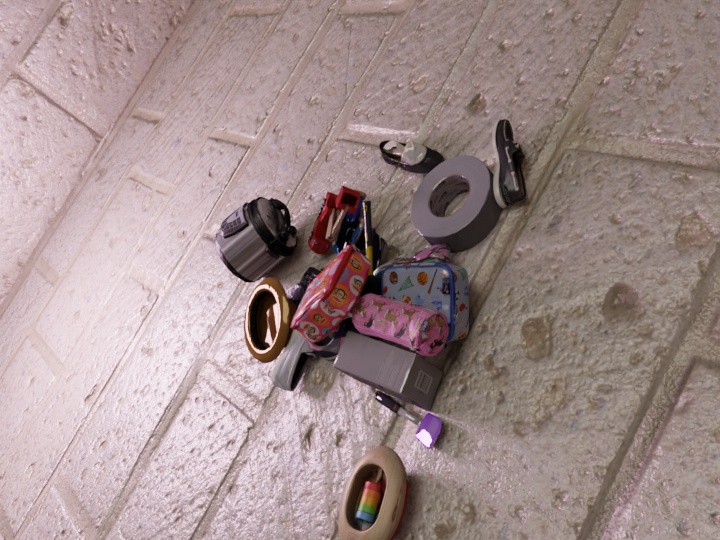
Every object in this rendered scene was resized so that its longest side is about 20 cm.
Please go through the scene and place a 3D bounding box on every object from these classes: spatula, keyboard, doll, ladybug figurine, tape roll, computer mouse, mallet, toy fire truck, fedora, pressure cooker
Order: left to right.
[{"bbox_3d":[-0.259,-0.091,1.766,0.198,0.178,0.178,-35,83,18],"label":"pressure cooker"},{"bbox_3d":[-0.203,0.121,1.620,0.198,0.081,0.207,-14,71,46],"label":"fedora"},{"bbox_3d":[-0.114,0.051,1.620,0.197,0.034,0.060,-23,67,40],"label":"computer mouse"},{"bbox_3d":[-0.086,0.032,1.620,0.198,0.039,0.106,24,81,48],"label":"keyboard"},{"bbox_3d":[-0.067,-0.118,1.625,0.142,0.048,0.204,-112,43,-62],"label":"toy fire truck"},{"bbox_3d":[-0.023,-0.096,1.636,0.135,0.048,0.205,-30,46,47],"label":"doll"},{"bbox_3d":[0.011,-0.043,1.453,0.065,0.041,0.206,-10,86,41],"label":"mallet"},{"bbox_3d":[0.028,0.424,1.222,0.134,0.072,0.204,3,65,45],"label":"ladybug figurine"},{"bbox_3d":[0.087,0.277,1.306,0.198,0.020,0.057,25,83,49],"label":"spatula"},{"bbox_3d":[0.204,-0.143,1.448,0.197,0.066,0.205,-25,48,30],"label":"tape roll"}]

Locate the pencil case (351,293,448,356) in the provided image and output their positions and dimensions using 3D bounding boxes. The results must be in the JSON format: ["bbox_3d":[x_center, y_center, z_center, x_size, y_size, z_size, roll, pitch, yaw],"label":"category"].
[{"bbox_3d":[0.072,0.100,1.290,0.197,0.085,0.085,14,98,46],"label":"pencil case"}]

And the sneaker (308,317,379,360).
[{"bbox_3d":[-0.027,0.133,1.463,0.197,0.082,0.071,-31,45,24],"label":"sneaker"}]

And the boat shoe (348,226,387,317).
[{"bbox_3d":[0.000,0.000,1.511,0.073,0.093,0.205,4,65,26],"label":"boat shoe"}]

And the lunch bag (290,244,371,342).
[{"bbox_3d":[-0.056,0.042,1.412,0.200,0.081,0.178,-43,15,47],"label":"lunch bag"}]

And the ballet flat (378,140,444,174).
[{"bbox_3d":[0.112,-0.276,1.621,0.198,0.068,0.069,18,75,47],"label":"ballet flat"}]

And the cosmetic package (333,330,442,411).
[{"bbox_3d":[0.052,0.194,1.332,0.197,0.106,0.092,9,70,47],"label":"cosmetic package"}]

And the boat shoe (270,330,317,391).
[{"bbox_3d":[-0.128,0.182,1.547,0.070,0.070,0.204,22,77,28],"label":"boat shoe"}]

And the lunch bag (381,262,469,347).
[{"bbox_3d":[0.128,0.067,1.343,0.197,0.074,0.165,1,89,45],"label":"lunch bag"}]

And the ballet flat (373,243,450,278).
[{"bbox_3d":[0.113,-0.012,1.448,0.197,0.069,0.072,-18,34,39],"label":"ballet flat"}]

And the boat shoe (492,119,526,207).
[{"bbox_3d":[0.311,-0.229,1.401,0.059,0.073,0.205,-14,57,35],"label":"boat shoe"}]
